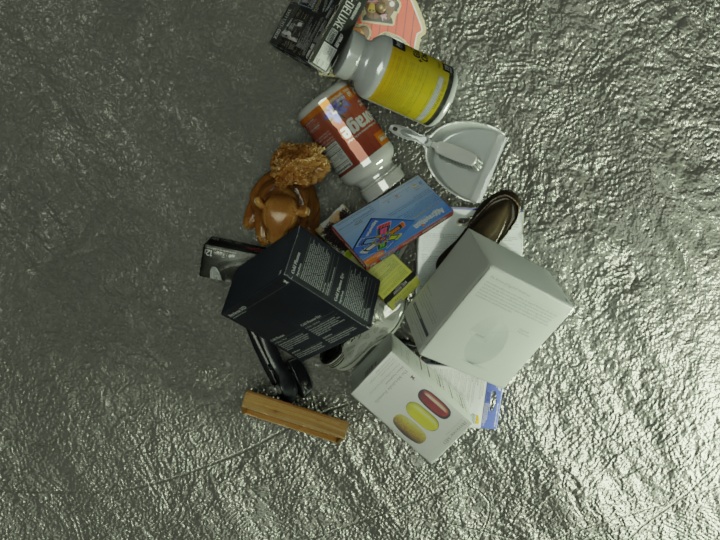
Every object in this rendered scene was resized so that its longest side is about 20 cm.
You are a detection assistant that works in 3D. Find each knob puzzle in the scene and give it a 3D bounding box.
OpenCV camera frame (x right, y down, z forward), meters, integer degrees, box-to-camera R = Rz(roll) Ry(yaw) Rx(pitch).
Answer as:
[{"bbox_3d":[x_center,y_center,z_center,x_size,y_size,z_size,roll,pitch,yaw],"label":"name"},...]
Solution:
[{"bbox_3d":[0.021,-0.442,1.365,0.218,0.030,0.222,0,99,1],"label":"knob puzzle"}]

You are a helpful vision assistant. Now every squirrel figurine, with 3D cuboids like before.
[{"bbox_3d":[-0.132,-0.134,1.337,0.140,0.187,0.202,16,100,-2],"label":"squirrel figurine"}]

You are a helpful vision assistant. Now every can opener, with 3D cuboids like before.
[{"bbox_3d":[-0.170,0.165,1.461,0.063,0.079,0.201,-26,97,44],"label":"can opener"}]

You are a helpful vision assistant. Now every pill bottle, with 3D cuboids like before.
[{"bbox_3d":[-0.012,-0.226,1.360,0.112,0.112,0.200,-36,98,6],"label":"pill bottle"},{"bbox_3d":[0.058,-0.334,1.316,0.199,0.112,0.113,20,100,-20],"label":"pill bottle"}]

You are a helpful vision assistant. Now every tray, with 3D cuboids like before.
[{"bbox_3d":[-0.125,0.277,1.450,0.198,0.099,0.037,17,70,-3],"label":"tray"}]

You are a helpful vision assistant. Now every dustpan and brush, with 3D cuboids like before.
[{"bbox_3d":[0.146,-0.220,1.382,0.199,0.057,0.140,24,95,17],"label":"dustpan and brush"}]

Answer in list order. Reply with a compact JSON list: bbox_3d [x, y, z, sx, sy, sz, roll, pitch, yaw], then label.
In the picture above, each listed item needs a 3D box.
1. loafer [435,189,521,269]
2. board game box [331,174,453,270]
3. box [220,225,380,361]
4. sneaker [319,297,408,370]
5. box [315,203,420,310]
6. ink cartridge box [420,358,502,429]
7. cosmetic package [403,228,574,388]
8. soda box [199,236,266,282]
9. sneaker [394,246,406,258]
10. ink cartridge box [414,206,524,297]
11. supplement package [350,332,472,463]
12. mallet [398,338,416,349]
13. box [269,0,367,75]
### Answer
[{"bbox_3d":[0.217,-0.056,1.365,0.073,0.071,0.200,38,96,-5],"label":"loafer"},{"bbox_3d":[0.058,-0.088,1.358,0.199,0.020,0.103,-32,64,-21],"label":"board game box"},{"bbox_3d":[-0.101,0.045,1.301,0.182,0.105,0.199,34,140,-27],"label":"box"},{"bbox_3d":[0.004,0.108,1.405,0.076,0.115,0.201,45,98,17],"label":"sneaker"},{"bbox_3d":[0.011,-0.025,1.366,0.075,0.050,0.200,-44,69,-5],"label":"box"},{"bbox_3d":[0.170,0.236,1.470,0.198,0.042,0.120,6,101,3],"label":"ink cartridge box"},{"bbox_3d":[0.218,0.068,1.326,0.198,0.123,0.200,25,117,-27],"label":"cosmetic package"},{"bbox_3d":[-0.191,-0.008,1.418,0.198,0.071,0.064,11,104,-1],"label":"soda box"},{"bbox_3d":[0.000,0.000,1.418,0.080,0.071,0.200,44,93,-3],"label":"sneaker"},{"bbox_3d":[0.200,-0.019,1.427,0.198,0.041,0.202,3,98,-1],"label":"ink cartridge box"},{"bbox_3d":[0.092,0.230,1.394,0.200,0.110,0.114,41,101,-8],"label":"supplement package"},{"bbox_3d":[0.132,0.145,1.462,0.198,0.066,0.041,13,106,14],"label":"mallet"},{"bbox_3d":[-0.061,-0.448,1.303,0.050,0.158,0.201,22,101,-40],"label":"box"}]
